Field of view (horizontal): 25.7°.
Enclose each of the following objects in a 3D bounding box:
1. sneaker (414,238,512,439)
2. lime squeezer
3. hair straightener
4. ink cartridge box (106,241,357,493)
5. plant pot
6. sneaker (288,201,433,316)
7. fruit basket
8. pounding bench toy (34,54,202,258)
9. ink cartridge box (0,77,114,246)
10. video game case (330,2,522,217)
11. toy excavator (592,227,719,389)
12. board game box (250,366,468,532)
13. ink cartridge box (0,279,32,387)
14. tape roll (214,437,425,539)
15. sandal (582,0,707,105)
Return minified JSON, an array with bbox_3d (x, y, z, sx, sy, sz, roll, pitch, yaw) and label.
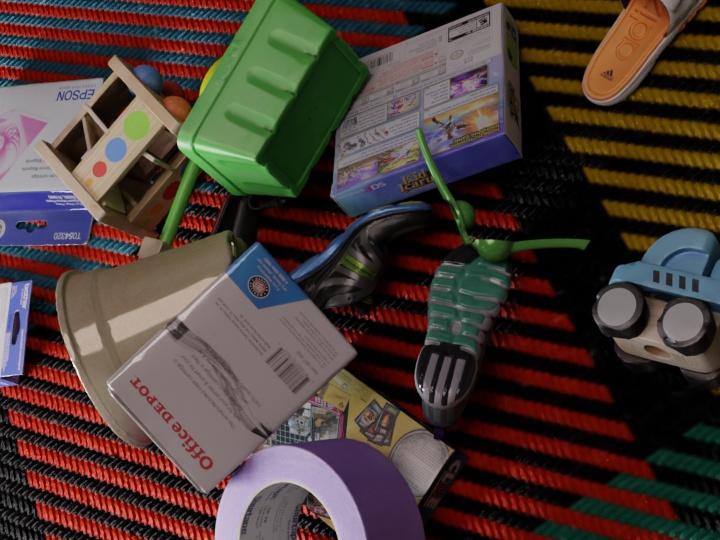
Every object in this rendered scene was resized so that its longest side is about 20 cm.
[{"bbox_3d":[0.094,0.063,1.525,0.074,0.088,0.201,16,53,12],"label":"sneaker"},{"bbox_3d":[0.118,-0.054,1.515,0.199,0.038,0.071,34,104,3],"label":"lime squeezer"},{"bbox_3d":[-0.105,-0.085,1.725,0.077,0.041,0.201,15,76,34],"label":"hair straightener"},{"bbox_3d":[-0.124,0.092,1.520,0.200,0.084,0.145,-42,92,-2],"label":"ink cartridge box"},{"bbox_3d":[-0.186,0.056,1.640,0.182,0.201,0.202,-24,60,9],"label":"plant pot"},{"bbox_3d":[0.000,0.000,1.615,0.199,0.071,0.083,-39,78,11],"label":"sneaker"},{"bbox_3d":[-0.115,-0.188,1.664,0.214,0.155,0.217,-12,62,24],"label":"fruit basket"},{"bbox_3d":[-0.224,-0.115,1.748,0.156,0.124,0.200,-47,67,7],"label":"pounding bench toy"},{"bbox_3d":[-0.394,-0.131,1.913,0.195,0.043,0.202,-1,70,31],"label":"ink cartridge box"},{"bbox_3d":[0.067,-0.163,1.613,0.199,0.045,0.182,-18,48,26],"label":"video game case"},{"bbox_3d":[0.325,-0.002,1.397,0.193,0.100,0.201,14,71,33],"label":"toy excavator"},{"bbox_3d":[-0.006,0.184,1.560,0.200,0.035,0.136,35,92,36],"label":"board game box"},{"bbox_3d":[-0.460,0.082,1.874,0.199,0.042,0.120,-10,67,31],"label":"ink cartridge box"},{"bbox_3d":[-0.040,0.261,1.484,0.199,0.085,0.202,-1,89,42],"label":"tape roll"},{"bbox_3d":[0.279,-0.256,1.533,0.079,0.059,0.208,32,90,35],"label":"sandal"}]
